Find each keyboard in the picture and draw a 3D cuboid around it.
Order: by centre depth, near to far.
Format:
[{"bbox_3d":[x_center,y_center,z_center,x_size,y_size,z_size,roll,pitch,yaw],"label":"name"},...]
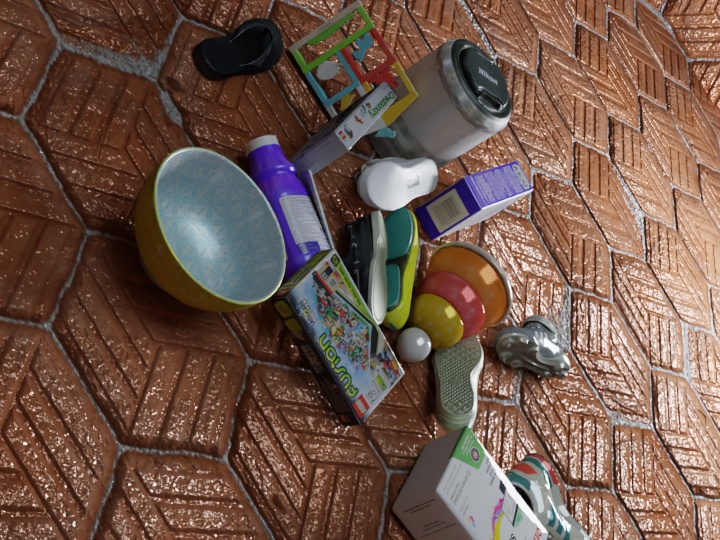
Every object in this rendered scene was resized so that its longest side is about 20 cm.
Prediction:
[{"bbox_3d":[-0.045,-0.037,1.632,0.056,0.011,0.201,-179,-109,-81],"label":"keyboard"}]

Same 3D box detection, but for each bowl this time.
[{"bbox_3d":[-0.194,-0.031,1.411,0.200,0.107,0.201,32,43,-36],"label":"bowl"}]

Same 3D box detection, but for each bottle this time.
[{"bbox_3d":[-0.100,-0.080,1.609,0.083,0.065,0.201,-2,67,-55],"label":"bottle"}]

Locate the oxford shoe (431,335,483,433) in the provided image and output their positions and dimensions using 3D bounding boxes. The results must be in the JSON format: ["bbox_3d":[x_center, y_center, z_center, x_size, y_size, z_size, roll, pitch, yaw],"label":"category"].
[{"bbox_3d":[0.139,0.163,1.754,0.201,0.075,0.058,-81,172,-53],"label":"oxford shoe"}]

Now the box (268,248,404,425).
[{"bbox_3d":[-0.027,0.086,1.548,0.110,0.035,0.201,-46,116,-39],"label":"box"}]

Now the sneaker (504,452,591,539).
[{"bbox_3d":[0.264,0.371,1.760,0.093,0.070,0.201,-24,87,-38],"label":"sneaker"}]

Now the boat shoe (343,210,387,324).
[{"bbox_3d":[-0.001,-0.002,1.682,0.075,0.066,0.200,67,18,-48],"label":"boat shoe"}]

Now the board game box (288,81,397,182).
[{"bbox_3d":[-0.034,-0.191,1.724,0.035,0.126,0.200,52,35,-10],"label":"board game box"}]

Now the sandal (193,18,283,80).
[{"bbox_3d":[-0.160,-0.315,1.726,0.076,0.043,0.200,56,34,-6],"label":"sandal"}]

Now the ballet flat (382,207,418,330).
[{"bbox_3d":[0.052,0.001,1.761,0.067,0.066,0.201,58,30,-43],"label":"ballet flat"}]

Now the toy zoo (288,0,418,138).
[{"bbox_3d":[-0.002,-0.287,1.836,0.201,0.131,0.020,57,10,-4],"label":"toy zoo"}]

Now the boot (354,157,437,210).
[{"bbox_3d":[0.028,-0.129,1.795,0.200,0.095,0.074,-14,103,-57],"label":"boot"}]

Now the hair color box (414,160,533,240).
[{"bbox_3d":[0.186,-0.115,1.969,0.200,0.109,0.065,-19,79,-56],"label":"hair color box"}]

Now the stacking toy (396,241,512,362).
[{"bbox_3d":[0.114,0.062,1.756,0.200,0.146,0.147,-40,99,-39],"label":"stacking toy"}]

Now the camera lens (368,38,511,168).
[{"bbox_3d":[0.125,-0.255,1.911,0.160,0.199,0.161,32,43,-35],"label":"camera lens"}]

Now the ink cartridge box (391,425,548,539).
[{"bbox_3d":[0.149,0.333,1.608,0.200,0.084,0.145,53,34,-12],"label":"ink cartridge box"}]

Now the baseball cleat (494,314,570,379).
[{"bbox_3d":[0.266,0.112,1.955,0.200,0.069,0.107,33,34,-48],"label":"baseball cleat"}]
